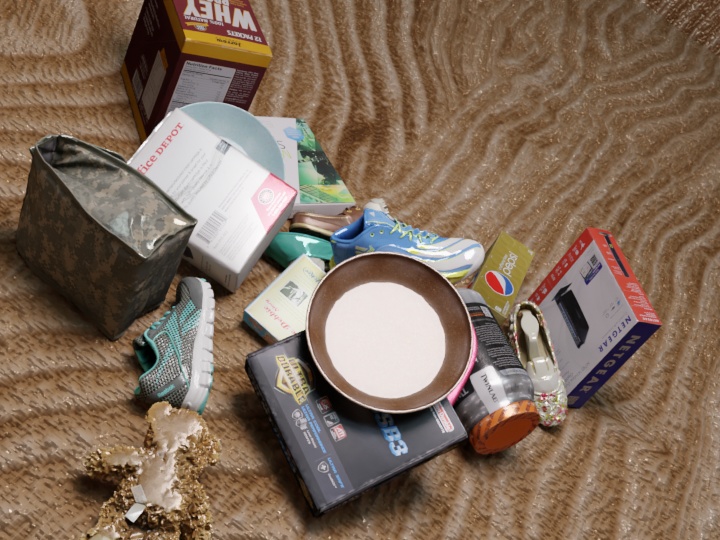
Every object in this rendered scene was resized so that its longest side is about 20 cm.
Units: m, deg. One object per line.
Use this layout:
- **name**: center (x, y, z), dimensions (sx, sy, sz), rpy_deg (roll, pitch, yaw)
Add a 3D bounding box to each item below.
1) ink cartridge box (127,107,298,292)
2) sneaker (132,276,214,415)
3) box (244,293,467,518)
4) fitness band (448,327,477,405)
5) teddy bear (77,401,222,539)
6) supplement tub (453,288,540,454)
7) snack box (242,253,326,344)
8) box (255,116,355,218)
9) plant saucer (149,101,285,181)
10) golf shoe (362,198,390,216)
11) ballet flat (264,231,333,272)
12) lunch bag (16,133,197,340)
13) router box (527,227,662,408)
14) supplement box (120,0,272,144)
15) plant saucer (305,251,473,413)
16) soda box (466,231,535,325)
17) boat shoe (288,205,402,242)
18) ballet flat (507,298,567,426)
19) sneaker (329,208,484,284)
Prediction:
- **ink cartridge box**: center (-0.206, -0.092, 1.264), dimensions (0.199, 0.084, 0.145), rpy_deg (34, 69, 1)
- **sneaker**: center (-0.220, 0.079, 1.126), dimensions (0.090, 0.078, 0.201), rpy_deg (12, 40, -19)
- **box**: center (-0.007, 0.153, 1.123), dimensions (0.197, 0.050, 0.201), rpy_deg (-22, 72, -17)
- **fitness band**: center (0.061, 0.117, 1.197), dimensions (0.143, 0.037, 0.201), rpy_deg (31, 66, 5)
- **teddy bear**: center (-0.214, 0.234, 0.977), dimensions (0.144, 0.067, 0.201), rpy_deg (8, 50, -15)
- **supplement tub**: center (0.152, 0.134, 1.283), dimensions (0.122, 0.123, 0.201), rpy_deg (0, 47, -35)
- **snack box**: center (-0.041, 0.084, 1.237), dimensions (0.200, 0.037, 0.116), rpy_deg (41, 64, 10)
- **box**: center (-0.111, -0.162, 1.493), dimensions (0.143, 0.036, 0.201), rpy_deg (-4, 52, -38)
- **plant saucer**: center (-0.206, -0.136, 1.350), dimensions (0.199, 0.039, 0.203), rpy_deg (4, 74, -15)
- **golf shoe**: center (0.000, 0.000, 1.301), dimensions (0.096, 0.078, 0.202), rpy_deg (1, 83, -11)
- **ballet flat**: center (-0.043, -0.002, 1.347), dimensions (0.198, 0.067, 0.071), rpy_deg (11, 56, -22)
- **lunch bag**: center (-0.311, -0.048, 1.123), dimensions (0.200, 0.164, 0.118), rpy_deg (39, 43, 7)
- **router box**: center (0.329, 0.070, 1.413), dimensions (0.049, 0.201, 0.180), rpy_deg (9, 43, -29)
- **supplement box**: center (-0.248, -0.308, 1.421), dimensions (0.132, 0.201, 0.198), rpy_deg (4, 46, -32)
- **plant saucer**: center (0.032, 0.075, 1.121), dimensions (0.199, 0.037, 0.202), rpy_deg (5, 64, -10)
- **soda box**: center (0.208, 0.022, 1.492), dimensions (0.067, 0.064, 0.200), rpy_deg (33, 37, 2)
- **boat shoe**: center (-0.016, -0.059, 1.403), dimensions (0.199, 0.072, 0.068), rpy_deg (12, 73, -32)
- **ballet flat**: center (0.251, 0.128, 1.394), dimensions (0.075, 0.064, 0.201), rpy_deg (-12, 52, 0)
- **sneaker**: center (0.052, -0.028, 1.200), dimensions (0.198, 0.106, 0.076), rpy_deg (-11, 37, 9)
